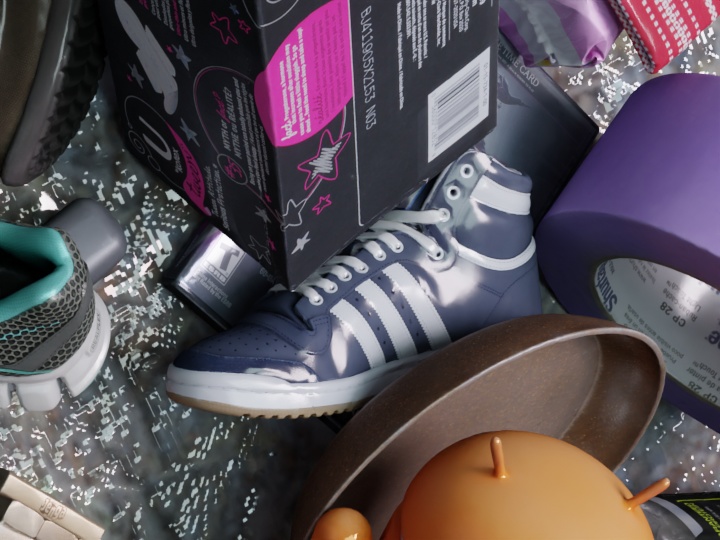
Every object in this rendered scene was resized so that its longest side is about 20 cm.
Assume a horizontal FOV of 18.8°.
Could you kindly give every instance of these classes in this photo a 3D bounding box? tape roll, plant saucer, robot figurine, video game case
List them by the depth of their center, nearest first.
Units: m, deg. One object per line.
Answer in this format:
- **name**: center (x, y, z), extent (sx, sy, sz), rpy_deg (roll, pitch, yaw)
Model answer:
- **robot figurine**: center (0.054, 0.150, 0.915), extent (0.116, 0.144, 0.201), rpy_deg (-25, 148, -49)
- **plant saucer**: center (0.046, 0.086, 0.972), extent (0.199, 0.035, 0.201), rpy_deg (-26, 148, -18)
- **video game case**: center (0.015, -0.032, 1.010), extent (0.143, 0.019, 0.200), rpy_deg (42, 73, -27)
- **tape roll**: center (0.186, 0.005, 1.011), extent (0.200, 0.200, 0.085), rpy_deg (46, 71, -26)

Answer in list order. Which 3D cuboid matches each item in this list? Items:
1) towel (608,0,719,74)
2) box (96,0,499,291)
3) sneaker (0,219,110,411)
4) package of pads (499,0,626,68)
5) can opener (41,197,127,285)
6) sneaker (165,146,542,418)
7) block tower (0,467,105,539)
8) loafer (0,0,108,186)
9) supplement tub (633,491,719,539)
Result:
- **towel**: center (0.158, -0.206, 0.990), extent (0.200, 0.022, 0.145), rpy_deg (-46, 116, -24)
- **box**: center (-0.025, -0.116, 0.867), extent (0.132, 0.115, 0.200), rpy_deg (-39, 153, -22)
- **sneaker**: center (-0.190, -0.003, 0.815), extent (0.199, 0.091, 0.078), rpy_deg (5, 66, -9)
- **package of pads**: center (0.114, -0.201, 1.018), extent (0.121, 0.076, 0.200), rpy_deg (49, 65, -24)
- **can opener**: center (-0.165, 0.056, 0.880), extent (0.200, 0.053, 0.067), rpy_deg (-42, 94, -22)
- **sneaker**: center (0.000, 0.000, 0.950), extent (0.199, 0.070, 0.109), rpy_deg (-8, 103, -38)
- **block tower**: center (-0.178, 0.179, 0.886), extent (0.058, 0.054, 0.201), rpy_deg (35, 75, -28)
- **loafer**: center (-0.137, -0.136, 0.889), extent (0.071, 0.073, 0.201), rpy_deg (10, 91, 5)
- **supplement tub**: center (0.165, 0.168, 1.045), extent (0.199, 0.122, 0.123), rpy_deg (3, 92, -37)
